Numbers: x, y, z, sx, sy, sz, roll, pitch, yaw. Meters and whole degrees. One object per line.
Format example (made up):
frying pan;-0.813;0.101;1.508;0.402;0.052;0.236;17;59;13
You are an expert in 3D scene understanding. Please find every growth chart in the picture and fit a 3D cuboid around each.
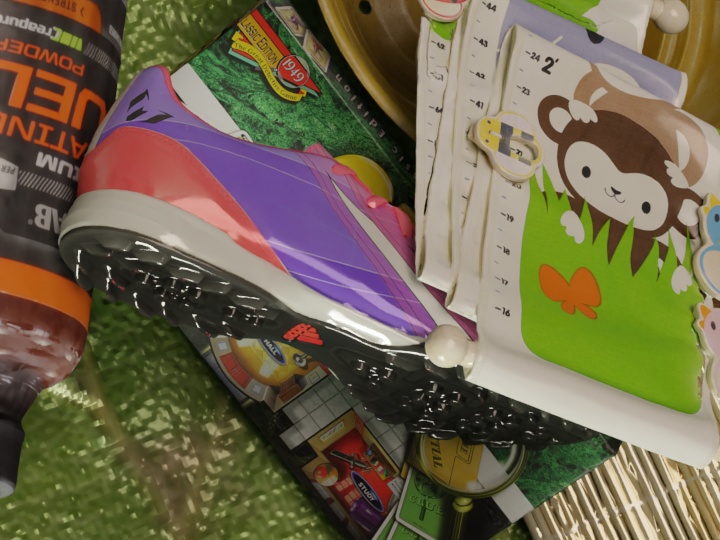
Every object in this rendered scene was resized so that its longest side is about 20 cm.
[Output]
growth chart;0.074;-0.029;0.917;0.144;0.018;0.200;13;55;-25

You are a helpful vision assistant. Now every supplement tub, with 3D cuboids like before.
supplement tub;-0.137;-0.027;0.907;0.107;0.107;0.201;10;76;-20

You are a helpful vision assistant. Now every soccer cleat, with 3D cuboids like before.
soccer cleat;0.000;0.000;0.897;0.200;0.068;0.073;23;65;-19

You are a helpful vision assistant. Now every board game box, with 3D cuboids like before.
board game box;-0.008;0.011;0.961;0.105;0.023;0.200;-37;95;19

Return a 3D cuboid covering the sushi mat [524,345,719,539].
sushi mat;0.125;0.119;1.002;0.096;0.012;0.200;-25;89;7

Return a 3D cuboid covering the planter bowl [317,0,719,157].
planter bowl;0.051;-0.112;1.008;0.200;0.083;0.201;6;76;-25

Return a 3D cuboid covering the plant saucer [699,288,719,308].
plant saucer;0.202;0.080;1.059;0.200;0.037;0.201;4;78;-21
